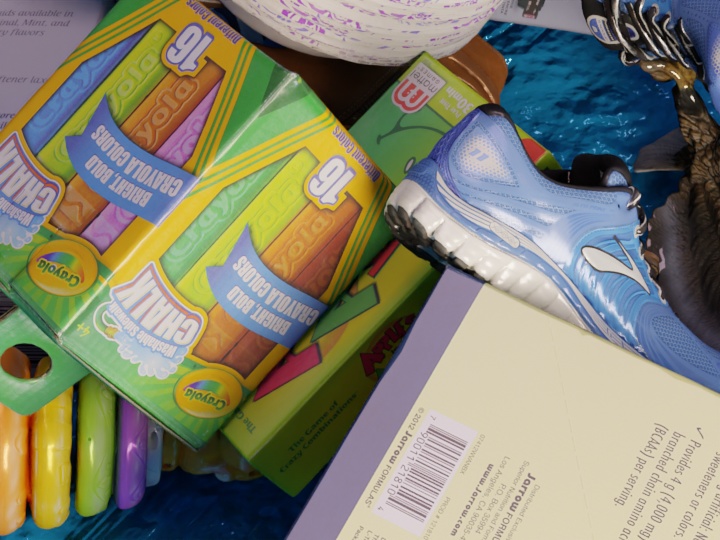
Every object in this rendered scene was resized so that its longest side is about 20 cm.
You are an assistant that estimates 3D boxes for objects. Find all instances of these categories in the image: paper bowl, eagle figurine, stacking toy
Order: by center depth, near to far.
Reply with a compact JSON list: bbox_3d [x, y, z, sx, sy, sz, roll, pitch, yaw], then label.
[{"bbox_3d":[-0.138,0.086,0.996,0.199,0.116,0.110,1,48,-9],"label":"stacking toy"},{"bbox_3d":[-0.012,-0.190,1.012,0.200,0.104,0.202,16,52,-21],"label":"paper bowl"},{"bbox_3d":[0.222,-0.039,1.070,0.151,0.151,0.201,-32,75,30],"label":"eagle figurine"}]

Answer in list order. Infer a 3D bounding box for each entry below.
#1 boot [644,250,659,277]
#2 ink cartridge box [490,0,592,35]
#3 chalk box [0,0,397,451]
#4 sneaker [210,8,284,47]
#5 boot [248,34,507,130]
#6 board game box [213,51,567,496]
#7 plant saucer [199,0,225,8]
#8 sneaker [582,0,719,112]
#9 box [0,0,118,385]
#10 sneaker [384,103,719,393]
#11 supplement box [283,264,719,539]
[{"bbox_3d":[0.066,0.041,1.041,0.199,0.075,0.097,-6,70,-5],"label":"boot"},{"bbox_3d":[0.090,-0.172,1.182,0.199,0.042,0.119,0,18,-36],"label":"ink cartridge box"},{"bbox_3d":[-0.100,-0.012,0.914,0.200,0.125,0.124,-49,50,-2],"label":"chalk box"},{"bbox_3d":[-0.065,-0.074,1.125,0.082,0.074,0.201,12,49,-16],"label":"sneaker"},{"bbox_3d":[-0.016,-0.110,1.075,0.199,0.077,0.156,27,46,2],"label":"boot"},{"bbox_3d":[0.000,0.000,0.959,0.200,0.048,0.102,-46,51,-1],"label":"board game box"},{"bbox_3d":[-0.119,-0.212,1.058,0.199,0.034,0.201,22,46,-25],"label":"plant saucer"},{"bbox_3d":[0.165,-0.127,1.018,0.089,0.079,0.200,-18,30,5],"label":"sneaker"},{"bbox_3d":[-0.171,-0.072,1.078,0.104,0.185,0.201,0,46,8],"label":"box"},{"bbox_3d":[0.109,-0.002,0.892,0.089,0.200,0.078,-55,24,-5],"label":"sneaker"},{"bbox_3d":[0.080,0.144,0.835,0.199,0.134,0.201,26,69,16],"label":"supplement box"}]
